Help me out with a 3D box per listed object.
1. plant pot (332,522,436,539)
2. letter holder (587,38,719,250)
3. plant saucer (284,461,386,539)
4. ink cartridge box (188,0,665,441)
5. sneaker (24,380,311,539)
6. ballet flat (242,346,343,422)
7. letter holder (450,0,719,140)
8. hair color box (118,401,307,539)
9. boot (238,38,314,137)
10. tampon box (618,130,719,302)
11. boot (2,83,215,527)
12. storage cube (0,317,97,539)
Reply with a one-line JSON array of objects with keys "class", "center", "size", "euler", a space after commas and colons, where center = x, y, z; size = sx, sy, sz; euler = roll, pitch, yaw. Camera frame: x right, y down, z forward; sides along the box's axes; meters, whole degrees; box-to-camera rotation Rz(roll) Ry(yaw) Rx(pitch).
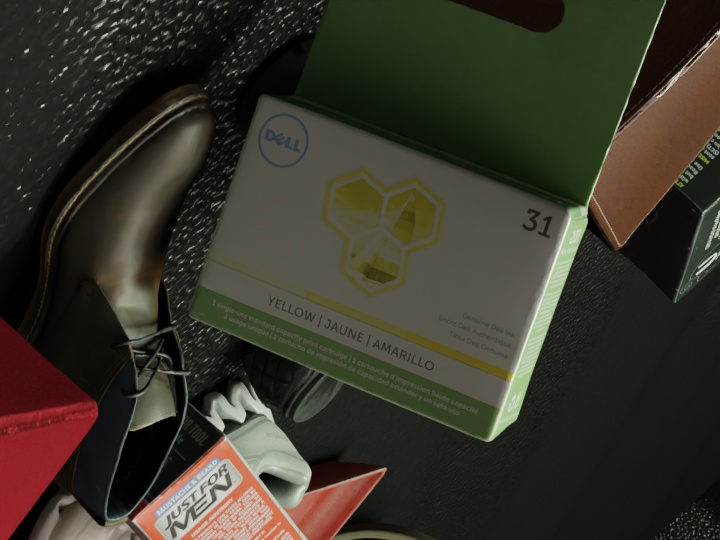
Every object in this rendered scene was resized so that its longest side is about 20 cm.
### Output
[{"class": "plant pot", "center": [0.021, 0.296, 1.581], "size": [0.200, 0.200, 0.174], "euler": [-49, 178, 9]}, {"class": "letter holder", "center": [0.140, -0.113, 1.052], "size": [0.142, 0.101, 0.200], "euler": [-49, 162, 2]}, {"class": "plant saucer", "center": [-0.090, 0.216, 1.366], "size": [0.200, 0.037, 0.199], "euler": [-52, 162, 19]}, {"class": "ink cartridge box", "center": [0.028, -0.049, 0.788], "size": [0.200, 0.145, 0.048], "euler": [-71, 165, 11]}, {"class": "sneaker", "center": [-0.108, 0.134, 1.078], "size": [0.200, 0.081, 0.075], "euler": [-28, 157, -41]}, {"class": "ballet flat", "center": [0.000, 0.000, 1.080], "size": [0.200, 0.057, 0.066], "euler": [-52, 158, 12]}, {"class": "letter holder", "center": [0.117, -0.139, 0.895], "size": [0.200, 0.142, 0.101], "euler": [-48, 162, 3]}, {"class": "hair color box", "center": [-0.079, 0.130, 0.970], "size": [0.064, 0.111, 0.200], "euler": [-42, 136, -11]}, {"class": "boot", "center": [0.031, -0.021, 0.928], "size": [0.079, 0.158, 0.211], "euler": [-48, 163, 8]}, {"class": "tampon box", "center": [0.244, -0.108, 1.275], "size": [0.200, 0.126, 0.150], "euler": [-41, 161, -15]}, {"class": "boot", "center": [-0.096, 0.019, 0.827], "size": [0.075, 0.097, 0.200], "euler": [-17, 147, -57]}, {"class": "storage cube", "center": [-0.218, 0.055, 0.514], "size": [0.200, 0.171, 0.180], "euler": [-53, 162, 18]}]
